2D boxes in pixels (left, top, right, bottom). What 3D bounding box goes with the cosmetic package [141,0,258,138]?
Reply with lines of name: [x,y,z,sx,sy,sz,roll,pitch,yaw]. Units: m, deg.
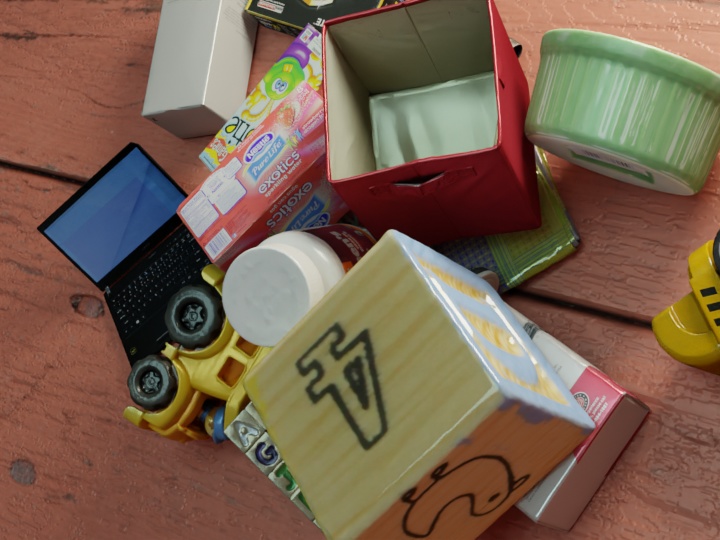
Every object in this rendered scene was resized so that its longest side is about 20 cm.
cosmetic package: [-0.199,-0.279,1.578,0.106,0.085,0.203,-1,73,33]

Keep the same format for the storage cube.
storage cube: [0.073,-0.141,1.213,0.168,0.180,0.203,-10,64,17]

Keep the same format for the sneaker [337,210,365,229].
sneaker: [-0.013,-0.074,1.392,0.200,0.074,0.087,-44,57,12]

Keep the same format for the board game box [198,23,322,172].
board game box: [-0.072,-0.161,1.442,0.200,0.105,0.103,-49,54,7]

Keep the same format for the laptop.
laptop: [-0.275,-0.016,1.521,0.177,0.103,0.201,-39,57,16]

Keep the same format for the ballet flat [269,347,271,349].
ballet flat: [-0.048,0.142,1.276,0.067,0.067,0.201,-40,82,16]

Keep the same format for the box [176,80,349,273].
box: [-0.085,-0.086,1.333,0.200,0.095,0.103,-45,51,3]

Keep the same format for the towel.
towel: [0.129,-0.034,1.318,0.199,0.023,0.145,-34,59,19]

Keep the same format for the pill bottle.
pill bottle: [-0.050,0.015,1.211,0.108,0.200,0.111,2,96,20]

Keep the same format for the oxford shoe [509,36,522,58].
oxford shoe: [0.114,-0.169,1.347,0.072,0.071,0.203,17,82,31]

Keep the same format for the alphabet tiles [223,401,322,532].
alphabet tiles: [-0.019,0.153,1.304,0.167,0.008,0.200,42,89,9]

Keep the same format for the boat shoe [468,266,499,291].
boat shoe: [0.051,0.055,1.267,0.199,0.074,0.060,-40,51,-1]

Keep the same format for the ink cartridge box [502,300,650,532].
ink cartridge box: [0.153,0.129,1.205,0.199,0.084,0.146,37,95,36]

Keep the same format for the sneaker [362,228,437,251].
sneaker: [0.000,0.000,1.340,0.198,0.066,0.092,-10,68,35]

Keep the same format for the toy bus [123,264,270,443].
toy bus: [-0.135,0.124,1.379,0.191,0.136,0.202,33,93,20]

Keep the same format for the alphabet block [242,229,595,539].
alphabet block: [0.050,0.118,1.106,0.200,0.195,0.197,-45,54,15]

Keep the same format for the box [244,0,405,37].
box: [-0.029,-0.356,1.520,0.199,0.049,0.161,25,86,36]

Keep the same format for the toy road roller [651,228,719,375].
toy road roller: [0.348,0.063,1.087,0.146,0.122,0.202,-39,53,31]

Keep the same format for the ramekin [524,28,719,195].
ramekin: [0.250,-0.145,1.177,0.198,0.199,0.099,21,91,36]
